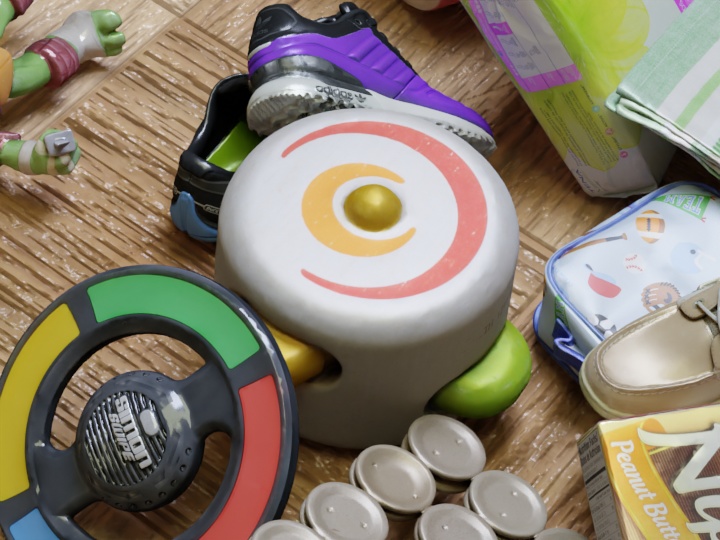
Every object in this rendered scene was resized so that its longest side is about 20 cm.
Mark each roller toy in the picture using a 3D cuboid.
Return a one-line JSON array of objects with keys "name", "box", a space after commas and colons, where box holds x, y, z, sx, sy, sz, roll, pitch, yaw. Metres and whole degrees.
[{"name": "roller toy", "box": [0.000, 0.000, 1.333, 0.198, 0.140, 0.184, -4, 51, -9]}]

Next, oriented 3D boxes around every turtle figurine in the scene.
[{"name": "turtle figurine", "box": [-0.216, -0.141, 1.409, 0.143, 0.200, 0.194, 34, 45, 1]}]

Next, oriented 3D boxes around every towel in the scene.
[{"name": "towel", "box": [0.270, -0.089, 1.413, 0.199, 0.023, 0.153, 35, 48, 11]}]

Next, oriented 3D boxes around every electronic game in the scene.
[{"name": "electronic game", "box": [-0.126, 0.096, 1.244, 0.198, 0.042, 0.202, -5, 78, 23]}]

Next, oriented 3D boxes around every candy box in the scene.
[{"name": "candy box", "box": [0.200, 0.177, 1.227, 0.114, 0.055, 0.202, -8, 73, -13]}]

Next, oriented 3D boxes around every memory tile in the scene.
[{"name": "memory tile", "box": [0.039, 0.162, 1.214, 0.153, 0.017, 0.200, 41, 40, 17]}]

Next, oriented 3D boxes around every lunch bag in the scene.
[{"name": "lunch bag", "box": [0.205, 0.044, 1.365, 0.160, 0.076, 0.200, -31, 62, -24]}]

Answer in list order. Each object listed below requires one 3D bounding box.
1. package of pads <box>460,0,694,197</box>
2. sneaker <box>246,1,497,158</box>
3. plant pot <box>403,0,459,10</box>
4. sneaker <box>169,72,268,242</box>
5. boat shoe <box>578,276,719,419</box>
[{"name": "package of pads", "box": [0.156, -0.165, 1.452, 0.068, 0.200, 0.155, -7, 41, 43]}, {"name": "sneaker", "box": [0.009, -0.124, 1.422, 0.199, 0.069, 0.100, 16, 54, -40]}, {"name": "plant pot", "box": [0.088, -0.285, 1.551, 0.177, 0.201, 0.201, -31, 60, -17]}, {"name": "sneaker", "box": [-0.054, -0.101, 1.443, 0.070, 0.083, 0.200, 27, 52, 20]}, {"name": "boat shoe", "box": [0.221, 0.031, 1.292, 0.198, 0.065, 0.073, -17, 58, -14]}]
